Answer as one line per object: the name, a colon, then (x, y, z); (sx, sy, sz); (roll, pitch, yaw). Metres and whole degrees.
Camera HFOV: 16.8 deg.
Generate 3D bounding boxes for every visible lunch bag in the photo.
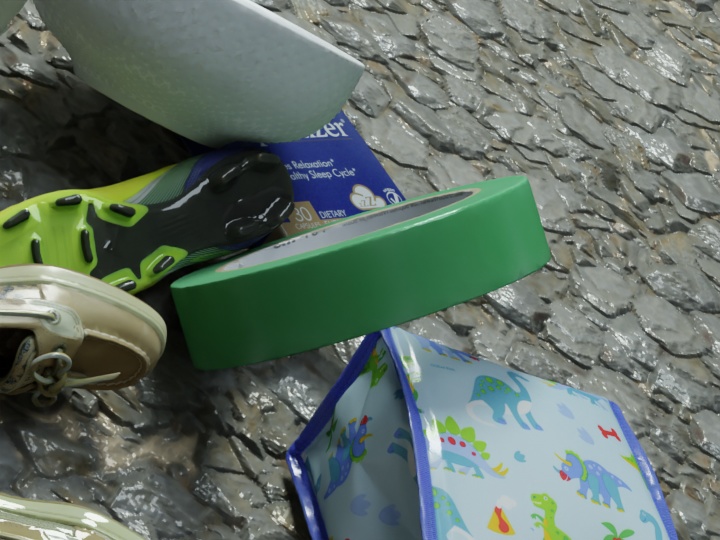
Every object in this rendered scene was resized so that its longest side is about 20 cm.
lunch bag: (0.071, 0.145, 1.251); (0.170, 0.128, 0.200); (17, 29, -28)

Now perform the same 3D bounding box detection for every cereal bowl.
cereal bowl: (-0.103, -0.127, 1.381); (0.200, 0.084, 0.200); (28, 6, -3)

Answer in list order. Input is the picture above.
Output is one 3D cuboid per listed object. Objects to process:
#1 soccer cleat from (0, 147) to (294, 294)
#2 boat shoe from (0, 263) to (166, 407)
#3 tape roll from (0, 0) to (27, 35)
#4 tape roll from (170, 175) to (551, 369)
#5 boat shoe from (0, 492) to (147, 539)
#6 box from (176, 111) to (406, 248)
soccer cleat: (-0.128, -0.020, 1.334); (0.200, 0.084, 0.065); (-18, 94, -34)
boat shoe: (-0.191, 0.037, 1.197); (0.199, 0.073, 0.063); (8, 48, -21)
tape roll: (-0.276, -0.198, 1.277); (0.202, 0.203, 0.139); (-9, 55, -48)
tape roll: (0.000, 0.000, 1.299); (0.200, 0.200, 0.048); (-24, 98, -53)
boat shoe: (-0.164, 0.136, 1.097); (0.200, 0.073, 0.063); (28, 41, -9)
box: (-0.059, -0.088, 1.499); (0.121, 0.032, 0.200); (-6, 52, -46)
